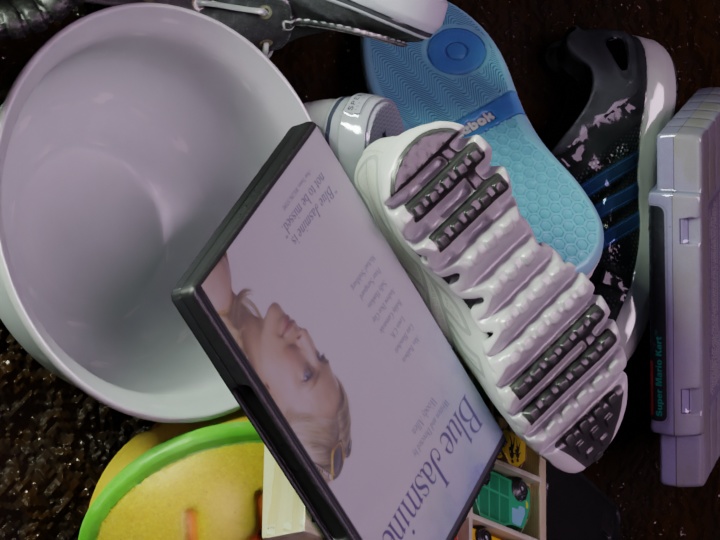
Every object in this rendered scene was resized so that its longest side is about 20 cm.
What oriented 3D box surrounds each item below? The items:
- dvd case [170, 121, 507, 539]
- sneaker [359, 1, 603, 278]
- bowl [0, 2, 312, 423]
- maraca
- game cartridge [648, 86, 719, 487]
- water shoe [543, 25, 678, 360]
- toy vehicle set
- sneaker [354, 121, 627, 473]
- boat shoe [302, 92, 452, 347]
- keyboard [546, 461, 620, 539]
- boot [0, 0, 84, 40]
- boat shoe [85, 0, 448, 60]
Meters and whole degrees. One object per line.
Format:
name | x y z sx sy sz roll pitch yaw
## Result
dvd case | -0.005 0.048 1.246 0.200 0.018 0.143 59 37 -22
sneaker | 0.057 -0.045 1.435 0.079 0.131 0.200 -22 64 -13
bowl | -0.116 -0.023 1.289 0.201 0.090 0.202 7 78 -38
maraca | -0.051 0.130 1.318 0.200 0.137 0.107 21 34 -42
game cartridge | 0.188 0.008 1.483 0.130 0.038 0.201 -35 125 -63
water shoe | 0.125 -0.038 1.491 0.079 0.071 0.201 12 75 -17
toy vehicle set | 0.026 0.095 1.311 0.200 0.026 0.125 26 57 -47
sneaker | 0.065 0.012 1.320 0.075 0.081 0.200 -37 108 -19
boat shoe | 0.000 0.000 1.393 0.074 0.067 0.201 -36 124 -54
keyboard | 0.079 0.114 1.443 0.200 0.040 0.104 44 48 -42
boot | -0.135 -0.166 1.209 0.211 0.158 0.080 -32 103 -7
boat shoe | -0.058 -0.138 1.330 0.199 0.072 0.071 16 97 2
